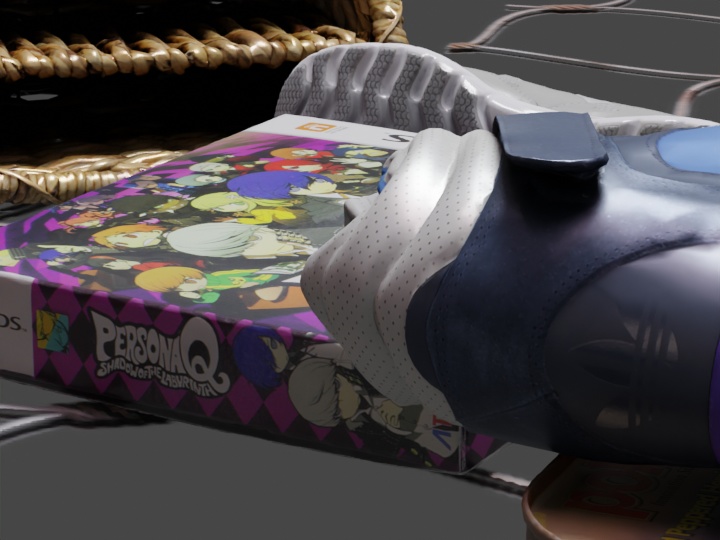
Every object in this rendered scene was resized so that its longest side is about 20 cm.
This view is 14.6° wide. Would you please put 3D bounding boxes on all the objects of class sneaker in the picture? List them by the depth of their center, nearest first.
[{"bbox_3d":[0.072,-0.012,0.674,0.146,0.081,0.200,13,22,26],"label":"sneaker"},{"bbox_3d":[0.060,-0.027,0.964,0.200,0.075,0.082,16,3,28],"label":"sneaker"}]

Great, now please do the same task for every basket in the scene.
[{"bbox_3d":[-0.088,-0.109,1.091,0.199,0.143,0.149,-3,13,-20],"label":"basket"}]

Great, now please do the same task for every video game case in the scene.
[{"bbox_3d":[0.000,0.000,0.834,0.181,0.036,0.200,10,20,30],"label":"video game case"}]

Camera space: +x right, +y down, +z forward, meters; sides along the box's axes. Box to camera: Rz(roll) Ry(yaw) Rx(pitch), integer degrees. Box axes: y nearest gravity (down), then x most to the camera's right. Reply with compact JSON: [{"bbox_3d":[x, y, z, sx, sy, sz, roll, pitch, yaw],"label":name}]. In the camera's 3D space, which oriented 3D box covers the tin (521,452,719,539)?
[{"bbox_3d":[0.102,0.058,0.633,0.112,0.042,0.200,11,15,17],"label":"tin"}]
